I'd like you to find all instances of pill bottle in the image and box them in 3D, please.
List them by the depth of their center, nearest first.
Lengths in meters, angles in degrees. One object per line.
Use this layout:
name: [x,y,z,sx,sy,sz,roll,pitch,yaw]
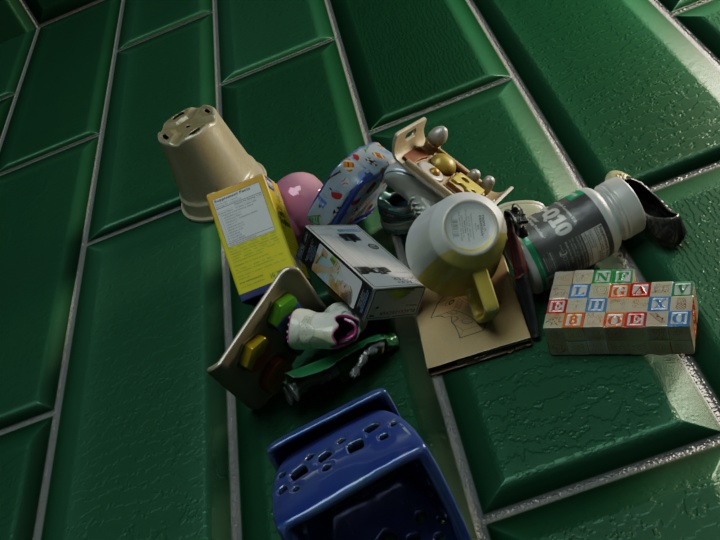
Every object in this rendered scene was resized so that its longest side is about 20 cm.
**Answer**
pill bottle: [0.328,-0.057,1.431,0.200,0.113,0.113,-28,38,-5]

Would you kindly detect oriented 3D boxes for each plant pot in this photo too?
plant pot: [0.002,0.280,1.159,0.200,0.200,0.180,-27,31,-3]
plant pot: [-0.322,-0.235,1.938,0.200,0.184,0.201,-15,39,12]

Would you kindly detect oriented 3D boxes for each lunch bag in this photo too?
lunch bag: [-0.009,-0.140,1.659,0.075,0.160,0.200,37,29,11]

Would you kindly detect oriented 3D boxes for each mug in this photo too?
mug: [0.164,-0.035,1.381,0.186,0.153,0.150,40,79,4]

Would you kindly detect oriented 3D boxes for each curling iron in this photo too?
curling iron: [0.236,0.002,1.357,0.025,0.201,0.050,-11,9,-9]

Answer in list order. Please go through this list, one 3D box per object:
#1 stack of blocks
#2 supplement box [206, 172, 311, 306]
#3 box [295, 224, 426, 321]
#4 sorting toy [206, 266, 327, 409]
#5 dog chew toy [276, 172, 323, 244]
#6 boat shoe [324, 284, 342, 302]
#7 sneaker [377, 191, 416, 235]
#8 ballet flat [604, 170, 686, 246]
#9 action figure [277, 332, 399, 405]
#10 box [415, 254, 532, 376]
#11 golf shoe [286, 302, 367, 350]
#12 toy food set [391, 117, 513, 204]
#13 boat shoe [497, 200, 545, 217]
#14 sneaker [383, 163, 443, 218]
stack of blocks: [0.371,0.058,1.318,0.199,0.059,0.115,-2,43,27]
supplement box: [-0.175,-0.051,1.621,0.109,0.110,0.201,-20,82,6]
box: [0.000,0.000,1.489,0.116,0.060,0.200,-2,32,-39]
sorting toy: [-0.129,0.110,1.411,0.036,0.185,0.200,31,76,27]
dog chew toy: [-0.146,-0.090,1.733,0.200,0.125,0.125,-42,40,-7]
boat shoe: [-0.043,-0.019,1.626,0.069,0.071,0.200,-17,39,-11]
sneaker: [0.123,-0.124,1.644,0.199,0.086,0.078,-17,39,11]
ballet flat: [0.451,-0.110,1.464,0.066,0.057,0.200,-15,38,-12]
action figure: [-0.025,0.143,1.423,0.200,0.055,0.118,-25,-6,-22]
box: [0.167,0.067,1.450,0.163,0.021,0.200,-18,39,8]
golf shoe: [-0.030,0.092,1.432,0.091,0.076,0.200,5,7,29]
toy food set: [0.157,-0.177,1.555,0.200,0.060,0.143,38,30,7]
boat shoe: [0.220,-0.062,1.528,0.200,0.072,0.068,-22,-5,-17]
sneaker: [0.118,-0.105,1.567,0.200,0.073,0.071,34,59,4]
